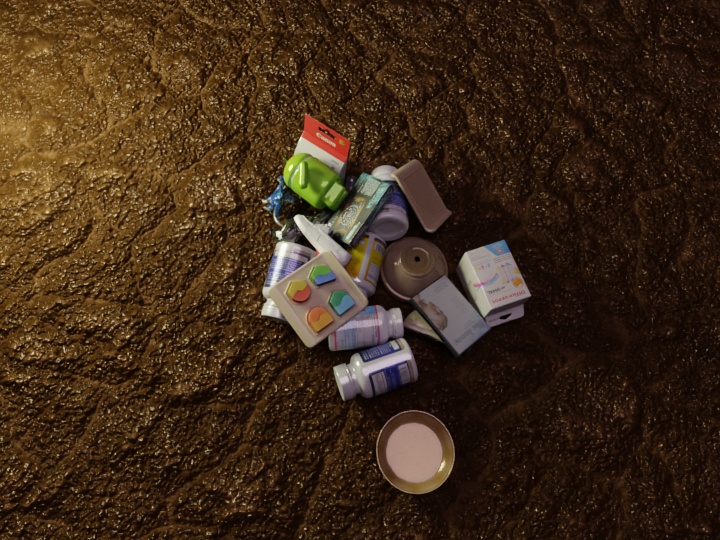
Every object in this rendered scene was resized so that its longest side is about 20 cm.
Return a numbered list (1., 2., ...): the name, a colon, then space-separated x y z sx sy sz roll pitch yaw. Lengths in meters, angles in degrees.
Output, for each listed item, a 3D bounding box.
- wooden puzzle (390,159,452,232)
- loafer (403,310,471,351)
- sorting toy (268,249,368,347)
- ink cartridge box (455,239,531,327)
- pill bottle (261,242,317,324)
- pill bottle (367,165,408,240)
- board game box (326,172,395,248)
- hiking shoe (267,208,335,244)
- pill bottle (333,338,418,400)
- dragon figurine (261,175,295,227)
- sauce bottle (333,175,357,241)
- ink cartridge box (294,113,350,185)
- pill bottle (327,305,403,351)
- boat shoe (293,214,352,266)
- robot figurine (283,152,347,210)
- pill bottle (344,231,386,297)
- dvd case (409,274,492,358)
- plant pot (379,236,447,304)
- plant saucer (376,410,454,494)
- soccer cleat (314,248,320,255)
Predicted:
1. wooden puzzle: 0.175 -0.216 1.661 0.201 0.037 0.185 55 35 -5
2. loafer: 0.211 0.163 1.558 0.199 0.076 0.069 22 74 6
3. sorting toy: -0.105 0.068 1.467 0.199 0.036 0.186 -36 84 -18
4. ink cartridge box: 0.370 0.044 1.590 0.128 0.125 0.201 -18 69 -11
5. pill bottle: -0.196 0.036 1.548 0.119 0.120 0.202 15 77 3
6. pill bottle: 0.075 -0.199 1.661 0.119 0.120 0.201 2 58 -3
7. board game box: -0.005 -0.169 1.592 0.201 0.028 0.135 -55 43 -1
8. hiking shoe: -0.169 -0.139 1.659 0.199 0.076 0.101 -32 76 -14
9. pill bottle: 0.037 0.261 1.484 0.198 0.120 0.120 -17 69 -10
10. dragon figurine: -0.228 -0.206 1.655 0.099 0.059 0.200 -43 32 10
11. sauce bottle: -0.038 -0.184 1.691 0.064 0.065 0.202 10 68 1
12. ink cartridge box: -0.116 -0.334 1.675 0.160 0.200 0.050 33 61 11
13. pill bottle: 0.010 0.150 1.533 0.198 0.109 0.110 -6 68 -6
14. boat shoe: -0.101 -0.089 1.566 0.068 0.072 0.200 -42 70 0
15. robot figurine: -0.134 -0.256 1.638 0.199 0.175 0.116 37 91 11
16. pill bottle: 0.000 0.000 1.594 0.108 0.109 0.201 14 67 3
17. dvd case: 0.241 0.120 1.538 0.142 0.018 0.200 -32 75 -32
18. plant pot: 0.154 -0.015 1.620 0.199 0.093 0.203 1 66 -3
19. plant saucer: 0.137 0.459 1.453 0.198 0.035 0.202 2 67 -4
20. soccer cleat: -0.095 -0.011 1.627 0.076 0.067 0.202 19 57 -29
